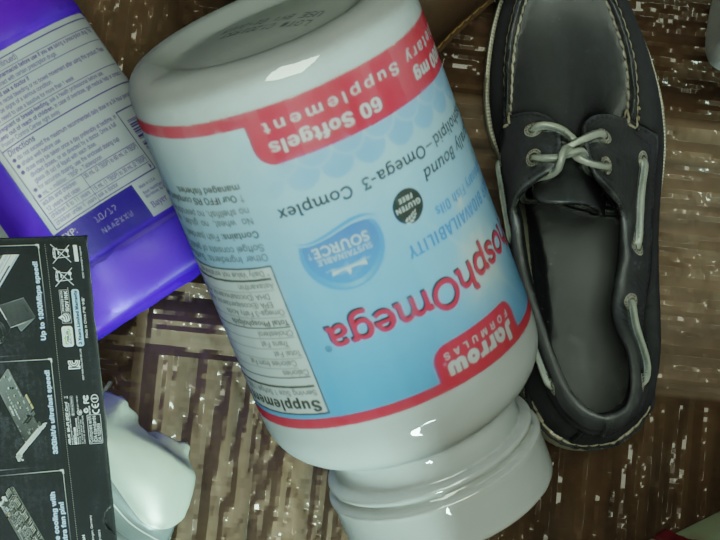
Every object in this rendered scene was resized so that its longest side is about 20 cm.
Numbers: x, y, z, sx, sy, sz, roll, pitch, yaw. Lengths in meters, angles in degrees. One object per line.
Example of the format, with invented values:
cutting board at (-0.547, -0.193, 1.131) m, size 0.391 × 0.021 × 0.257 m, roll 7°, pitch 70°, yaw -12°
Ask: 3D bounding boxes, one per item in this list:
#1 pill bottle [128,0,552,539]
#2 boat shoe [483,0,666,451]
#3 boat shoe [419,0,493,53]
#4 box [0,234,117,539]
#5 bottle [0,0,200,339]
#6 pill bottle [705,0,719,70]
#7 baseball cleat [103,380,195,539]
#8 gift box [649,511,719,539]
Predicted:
pill bottle at (0.000, 0.000, 0.831) m, size 0.109 × 0.109 × 0.200 m, roll -24°, pitch 110°, yaw -7°
boat shoe at (0.088, -0.031, 0.885) m, size 0.072 × 0.063 × 0.201 m, roll -2°, pitch 85°, yaw -3°
boat shoe at (0.052, -0.143, 0.873) m, size 0.068 × 0.072 × 0.200 m, roll 34°, pitch 87°, yaw 30°
box at (-0.157, 0.091, 0.750) m, size 0.157 × 0.050 × 0.201 m, roll -3°, pitch 83°, yaw -35°
bottle at (-0.135, -0.069, 0.861) m, size 0.083 × 0.065 × 0.200 m, roll -35°, pitch 90°, yaw -41°
pill bottle at (0.244, -0.095, 0.879) m, size 0.200 × 0.114 × 0.114 m, roll 22°, pitch 84°, yaw -3°
baseball cleat at (-0.162, 0.060, 0.849) m, size 0.200 × 0.070 × 0.107 m, roll 29°, pitch 76°, yaw -2°
gift box at (0.159, 0.185, 0.813) m, size 0.184 × 0.187 × 0.200 m, roll -30°, pitch 88°, yaw -6°
